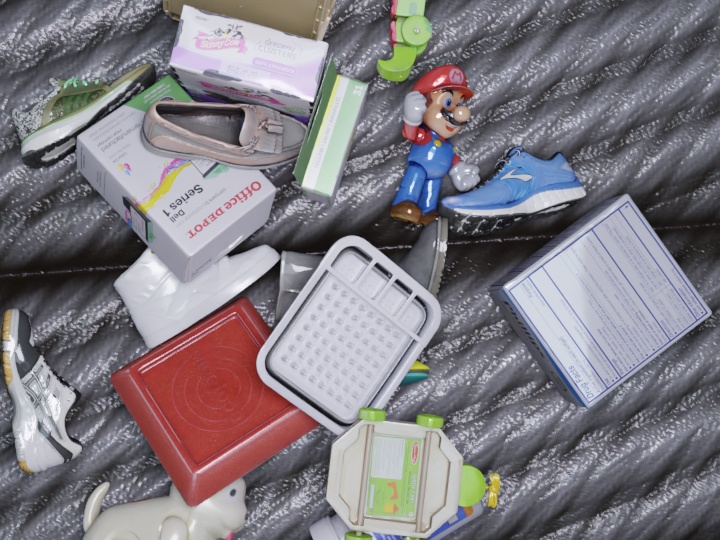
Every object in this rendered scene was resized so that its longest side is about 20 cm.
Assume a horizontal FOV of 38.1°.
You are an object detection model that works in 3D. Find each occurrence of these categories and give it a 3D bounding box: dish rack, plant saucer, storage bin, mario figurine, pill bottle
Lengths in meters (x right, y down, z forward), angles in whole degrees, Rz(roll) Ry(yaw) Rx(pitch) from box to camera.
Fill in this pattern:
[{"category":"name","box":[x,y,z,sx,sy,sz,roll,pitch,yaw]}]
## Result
[{"category":"dish rack","box":[-0.017,0.077,1.224,0.171,0.043,0.201,38,81,-23]},{"category":"plant saucer","box":[-0.170,0.145,1.246,0.199,0.037,0.200,-31,67,-17]},{"category":"storage bin","box":[-0.127,-0.349,1.241,0.199,0.199,0.094,20,70,-3]},{"category":"mario figurine","box":[0.100,-0.154,1.289,0.105,0.123,0.202,11,92,9]},{"category":"pill bottle","box":[0.041,0.299,1.277,0.199,0.112,0.113,-30,91,-4]}]

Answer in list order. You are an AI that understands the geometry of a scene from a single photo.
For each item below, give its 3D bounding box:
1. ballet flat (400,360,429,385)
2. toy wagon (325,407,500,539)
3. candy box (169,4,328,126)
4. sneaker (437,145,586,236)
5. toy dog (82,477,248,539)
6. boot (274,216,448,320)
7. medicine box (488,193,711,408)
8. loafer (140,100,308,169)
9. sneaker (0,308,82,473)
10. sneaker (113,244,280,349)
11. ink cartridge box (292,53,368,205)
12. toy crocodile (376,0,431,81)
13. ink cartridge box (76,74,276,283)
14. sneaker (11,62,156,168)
[{"category":"ballet flat","box":[-0.015,0.121,1.304,0.198,0.067,0.068,-12,73,-3]},{"category":"toy wagon","box":[0.061,0.244,1.204,0.198,0.040,0.157,7,89,-5]},{"category":"candy box","box":[-0.128,-0.234,1.233,0.166,0.200,0.072,15,88,-3]},{"category":"sneaker","box":[0.183,-0.103,1.312,0.199,0.079,0.090,-15,77,-22]},{"category":"toy dog","box":[-0.223,0.312,1.263,0.199,0.140,0.194,-37,55,-2]},{"category":"boot","box":[0.000,0.000,1.286,0.198,0.073,0.183,15,111,1]},{"category":"medicine box","box":[0.295,0.037,1.303,0.199,0.103,0.183,-36,91,-3]},{"category":"loafer","box":[-0.152,-0.162,1.206,0.198,0.063,0.072,0,66,-17]},{"category":"sneaker","box":[-0.392,0.143,1.282,0.087,0.076,0.202,-10,93,-19]},{"category":"sneaker","box":[-0.207,-0.003,1.287,0.199,0.074,0.116,-32,94,-2]},{"category":"ink cartridge box","box":[-0.033,-0.161,1.237,0.048,0.200,0.147,18,88,-1]},{"category":"toy crocodile","box":[0.062,-0.337,1.313,0.061,0.068,0.202,8,89,-3]},{"category":"ink cartridge box","box":[-0.219,-0.109,1.247,0.200,0.084,0.145,46,64,7]},{"category":"sneaker","box":[-0.348,-0.213,1.286,0.199,0.077,0.089,-33,83,-6]}]
